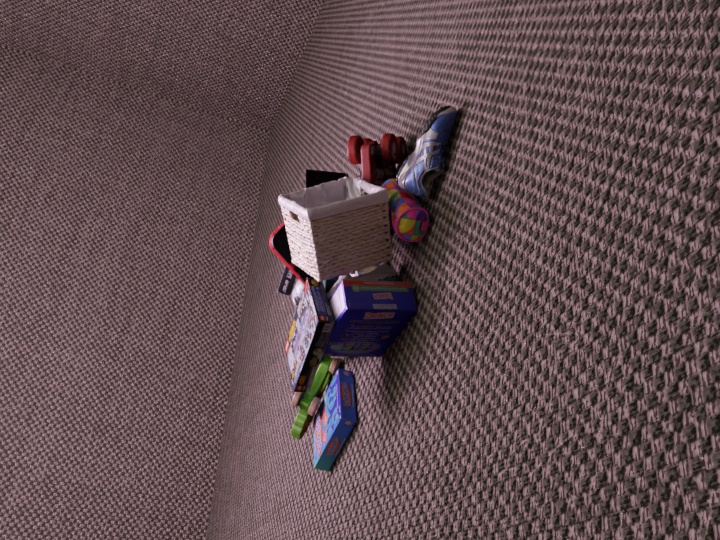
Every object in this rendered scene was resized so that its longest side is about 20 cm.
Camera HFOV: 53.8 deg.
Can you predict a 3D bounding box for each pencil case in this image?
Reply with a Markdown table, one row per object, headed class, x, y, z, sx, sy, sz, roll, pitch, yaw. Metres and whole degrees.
| class | x | y | z | sx | sy | sz | roll | pitch | yaw |
| --- | --- | --- | --- | --- | --- | --- | --- | --- | --- |
| pencil case | 0.094 | -0.137 | 1.558 | 0.201 | 0.086 | 0.090 | -109 | 37 | -61 |

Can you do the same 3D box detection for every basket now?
| class | x | y | z | sx | sy | sz | roll | pitch | yaw |
| --- | --- | --- | --- | --- | --- | --- | --- | --- | --- |
| basket | -0.052 | -0.096 | 1.549 | 0.197 | 0.196 | 0.165 | 30 | 133 | 60 |

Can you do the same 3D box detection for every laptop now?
| class | x | y | z | sx | sy | sz | roll | pitch | yaw |
| --- | --- | --- | --- | --- | --- | --- | --- | --- | --- |
| laptop | -0.087 | -0.169 | 1.961 | 0.200 | 0.112 | 0.193 | 62 | -152 | -89 |

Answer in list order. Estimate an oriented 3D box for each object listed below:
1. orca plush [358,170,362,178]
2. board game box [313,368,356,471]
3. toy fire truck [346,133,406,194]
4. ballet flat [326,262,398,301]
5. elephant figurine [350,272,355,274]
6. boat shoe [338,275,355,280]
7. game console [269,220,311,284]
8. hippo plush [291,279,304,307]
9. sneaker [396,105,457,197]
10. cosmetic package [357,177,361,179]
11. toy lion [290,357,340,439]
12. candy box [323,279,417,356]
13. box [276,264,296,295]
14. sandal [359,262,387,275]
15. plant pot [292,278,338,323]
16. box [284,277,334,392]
| class | x | y | z | sx | sy | sz | roll | pitch | yaw |
| --- | --- | --- | --- | --- | --- | --- | --- | --- | --- |
| orca plush | 0.031 | -0.220 | 1.906 | 0.104 | 0.071 | 0.203 | -17 | -41 | -56 |
| board game box | -0.066 | 0.369 | 1.748 | 0.154 | 0.044 | 0.203 | -97 | 25 | -50 |
| toy fire truck | 0.044 | -0.237 | 1.710 | 0.199 | 0.109 | 0.173 | -15 | -75 | -70 |
| ballet flat | -0.006 | 0.029 | 1.564 | 0.071 | 0.196 | 0.074 | 29 | 127 | 48 |
| elephant figurine | -0.086 | -0.060 | 1.734 | 0.200 | 0.151 | 0.146 | -100 | -2 | -83 |
| boat shoe | 0.000 | 0.000 | 1.788 | 0.204 | 0.070 | 0.070 | -65 | 18 | 11 |
| game console | -0.122 | -0.082 | 1.852 | 0.200 | 0.177 | 0.031 | -46 | 10 | -8 |
| hippo plush | -0.109 | 0.091 | 1.906 | 0.200 | 0.157 | 0.164 | 151 | 131 | -67 |
| sneaker | 0.155 | -0.248 | 1.498 | 0.077 | 0.075 | 0.203 | 36 | 107 | 30 |
| cosmetic package | -0.005 | -0.146 | 1.783 | 0.103 | 0.087 | 0.201 | -42 | 18 | 13 |
| toy lion | -0.127 | 0.339 | 1.876 | 0.194 | 0.067 | 0.202 | 101 | -165 | -55 |
| candy box | 0.004 | 0.105 | 1.508 | 0.201 | 0.165 | 0.079 | 125 | 140 | -48 |
| box | -0.180 | -0.049 | 2.004 | 0.200 | 0.046 | 0.198 | -95 | 23 | -76 |
| sandal | 0.016 | 0.034 | 1.676 | 0.080 | 0.085 | 0.204 | 122 | 157 | -49 |
| plant pot | -0.087 | 0.132 | 1.760 | 0.199 | 0.139 | 0.145 | -30 | 47 | 48 |
| box | -0.112 | 0.138 | 1.513 | 0.138 | 0.039 | 0.203 | -111 | 34 | -50 |
